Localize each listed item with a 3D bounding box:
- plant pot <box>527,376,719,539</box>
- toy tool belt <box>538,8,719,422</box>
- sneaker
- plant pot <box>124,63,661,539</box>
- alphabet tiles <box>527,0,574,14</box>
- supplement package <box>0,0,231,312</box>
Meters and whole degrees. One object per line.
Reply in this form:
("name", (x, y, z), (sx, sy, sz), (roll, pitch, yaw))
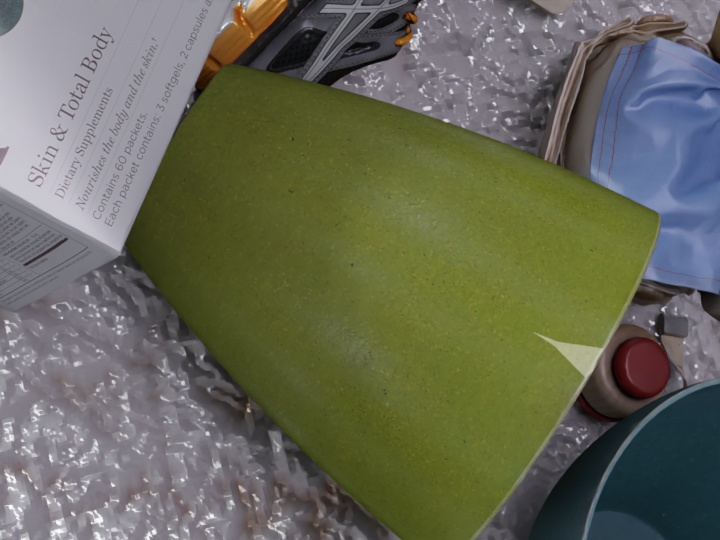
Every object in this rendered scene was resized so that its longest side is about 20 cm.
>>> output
("plant pot", (0.153, 0.158, 0.943), (0.199, 0.135, 0.202), (5, 78, -25))
("toy tool belt", (0.153, -0.030, 0.986), (0.124, 0.123, 0.201), (9, 77, -24))
("sneaker", (0.003, -0.141, 0.938), (0.200, 0.078, 0.077), (-40, 114, 8))
("plant pot", (0.000, 0.000, 0.891), (0.199, 0.187, 0.188), (32, 67, -1))
("alphabet tiles", (0.121, -0.233, 1.006), (0.195, 0.015, 0.201), (26, 97, -41))
("supplement package", (-0.179, -0.103, 0.819), (0.199, 0.150, 0.153), (29, 70, -19))
